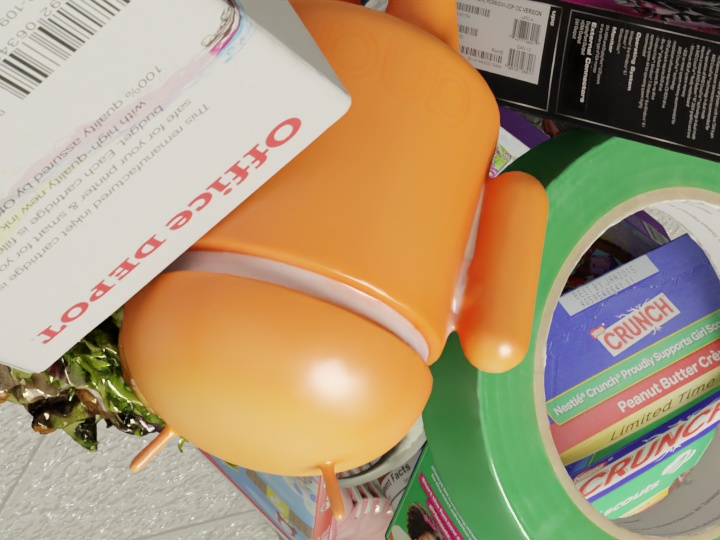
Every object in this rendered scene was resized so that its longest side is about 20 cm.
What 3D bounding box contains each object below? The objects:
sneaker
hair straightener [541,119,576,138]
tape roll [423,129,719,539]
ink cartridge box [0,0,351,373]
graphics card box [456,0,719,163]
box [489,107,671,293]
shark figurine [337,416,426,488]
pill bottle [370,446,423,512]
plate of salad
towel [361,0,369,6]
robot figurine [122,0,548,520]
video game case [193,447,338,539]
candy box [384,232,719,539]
[{"bbox_3d":[-0.004,0.131,1.182,0.104,0.076,0.201,-25,161,-10],"label":"sneaker"},{"bbox_3d":[0.182,-0.094,1.055,0.199,0.041,0.077,-2,140,-49],"label":"hair straightener"},{"bbox_3d":[0.120,0.039,0.806,0.199,0.203,0.048,-20,-169,-28],"label":"tape roll"},{"bbox_3d":[-0.128,-0.084,0.570,0.146,0.147,0.200,-39,154,10],"label":"ink cartridge box"},{"bbox_3d":[0.124,-0.083,0.748,0.125,0.199,0.051,-18,119,-53],"label":"graphics card box"},{"bbox_3d":[0.047,-0.013,0.939,0.137,0.039,0.199,-43,127,19],"label":"box"},{"bbox_3d":[0.017,0.014,0.881,0.090,0.127,0.216,-58,138,-43],"label":"shark figurine"},{"bbox_3d":[0.074,0.126,1.108,0.111,0.201,0.112,-24,164,-7],"label":"pill bottle"},{"bbox_3d":[-0.119,0.042,0.793,0.198,0.048,0.200,13,157,6],"label":"plate of salad"},{"bbox_3d":[-0.042,-0.112,0.743,0.200,0.049,0.111,-44,153,20],"label":"towel"},{"bbox_3d":[-0.019,-0.015,0.680,0.143,0.202,0.116,26,158,-27],"label":"robot figurine"},{"bbox_3d":[-0.063,0.045,0.875,0.017,0.143,0.201,-40,161,-22],"label":"video game case"},{"bbox_3d":[0.114,0.082,0.952,0.168,0.077,0.201,-24,152,-26],"label":"candy box"}]
